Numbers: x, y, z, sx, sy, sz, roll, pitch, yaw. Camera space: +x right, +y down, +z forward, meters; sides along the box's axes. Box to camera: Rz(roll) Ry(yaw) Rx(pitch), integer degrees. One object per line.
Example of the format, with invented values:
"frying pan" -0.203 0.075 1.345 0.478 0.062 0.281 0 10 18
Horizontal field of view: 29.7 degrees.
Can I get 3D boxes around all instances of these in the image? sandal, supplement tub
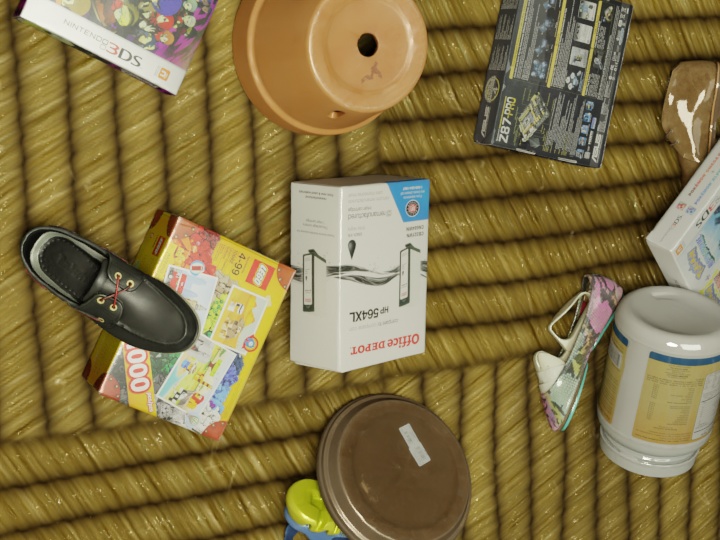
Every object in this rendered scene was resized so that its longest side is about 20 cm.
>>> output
"sandal" -0.007 0.307 1.560 0.199 0.080 0.087 24 126 -13
"supplement tub" 0.369 0.136 1.660 0.144 0.145 0.201 -8 121 -24

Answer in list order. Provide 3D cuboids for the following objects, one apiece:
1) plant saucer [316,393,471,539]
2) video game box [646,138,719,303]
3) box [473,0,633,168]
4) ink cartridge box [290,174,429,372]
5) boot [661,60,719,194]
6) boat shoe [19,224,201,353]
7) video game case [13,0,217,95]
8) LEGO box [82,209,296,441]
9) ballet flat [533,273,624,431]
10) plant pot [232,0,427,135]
"plant saucer" 0.044 0.232 1.550 0.199 0.029 0.201 13 59 -22
"video game box" 0.448 -0.052 1.697 0.182 0.047 0.200 -50 140 -7
"box" 0.229 -0.232 1.603 0.160 0.049 0.201 8 96 -28
"ink cartridge box" 0.000 0.000 1.492 0.146 0.084 0.201 -10 103 -46
"boot" 0.410 -0.164 1.702 0.075 0.074 0.201 6 103 4
"boat shoe" -0.252 0.022 1.353 0.201 0.063 0.074 31 88 10
"video game case" -0.229 -0.307 1.380 0.181 0.036 0.201 25 88 -28
"LEGO box" -0.182 0.057 1.443 0.148 0.077 0.201 25 88 -26
"ballet flat" 0.256 0.095 1.669 0.071 0.069 0.201 27 83 -8
"plant pot" -0.019 -0.240 1.434 0.199 0.140 0.201 -4 100 -25
